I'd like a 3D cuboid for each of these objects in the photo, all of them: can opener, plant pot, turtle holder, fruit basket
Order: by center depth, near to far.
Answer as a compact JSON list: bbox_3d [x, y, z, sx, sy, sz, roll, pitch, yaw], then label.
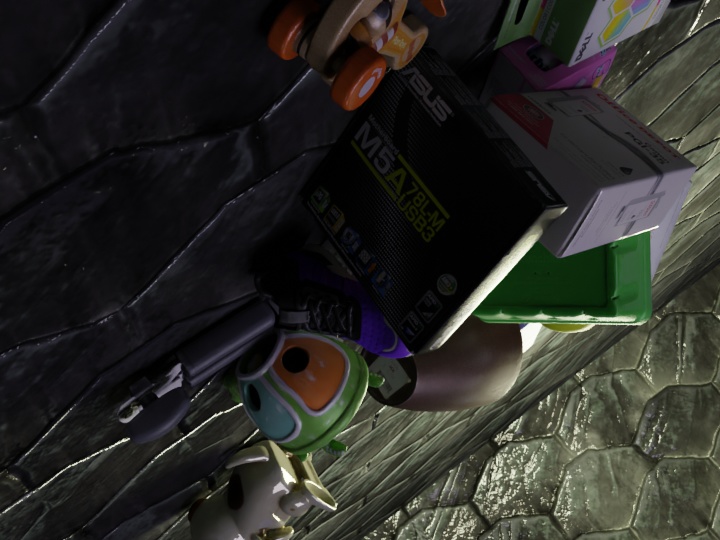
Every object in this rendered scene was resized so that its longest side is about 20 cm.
[{"bbox_3d":[-0.167,0.112,1.149,0.199,0.067,0.053,-33,161,-20],"label":"can opener"},{"bbox_3d":[0.224,0.001,1.205,0.213,0.157,0.216,-3,-174,0],"label":"fruit basket"},{"bbox_3d":[-0.076,0.125,1.244,0.141,0.131,0.185,-52,-156,-2],"label":"turtle holder"},{"bbox_3d":[0.092,0.116,1.461,0.199,0.187,0.187,-14,149,-53],"label":"plant pot"}]

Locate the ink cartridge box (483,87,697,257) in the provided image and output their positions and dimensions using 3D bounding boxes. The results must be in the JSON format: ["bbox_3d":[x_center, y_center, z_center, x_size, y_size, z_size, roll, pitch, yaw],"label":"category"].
[{"bbox_3d":[0.211,-0.102,1.048,0.199,0.147,0.083,-15,142,-47],"label":"ink cartridge box"}]

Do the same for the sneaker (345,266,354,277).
[{"bbox_3d":[0.044,-0.004,1.195,0.200,0.074,0.101,21,91,-64],"label":"sneaker"}]

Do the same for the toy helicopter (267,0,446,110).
[{"bbox_3d":[0.019,-0.194,0.830,0.133,0.079,0.200,-54,169,13],"label":"toy helicopter"}]

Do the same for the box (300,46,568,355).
[{"bbox_3d":[0.057,-0.062,0.969,0.047,0.201,0.194,-10,147,-49],"label":"box"}]

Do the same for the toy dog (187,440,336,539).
[{"bbox_3d":[-0.164,0.356,1.617,0.200,0.140,0.194,-43,148,11],"label":"toy dog"}]

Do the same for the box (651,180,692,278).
[{"bbox_3d":[0.285,-0.073,1.349,0.198,0.106,0.154,6,113,-31],"label":"box"}]

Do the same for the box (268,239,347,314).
[{"bbox_3d":[0.000,0.000,1.256,0.156,0.041,0.200,-45,160,14],"label":"box"}]

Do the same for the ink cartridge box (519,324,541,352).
[{"bbox_3d":[0.200,0.044,1.588,0.076,0.137,0.200,-38,162,-19],"label":"ink cartridge box"}]

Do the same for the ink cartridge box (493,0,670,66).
[{"bbox_3d":[0.227,-0.265,1.038,0.199,0.059,0.104,-28,154,-31],"label":"ink cartridge box"}]

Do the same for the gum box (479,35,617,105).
[{"bbox_3d":[0.185,-0.176,1.160,0.113,0.066,0.201,-30,159,-25],"label":"gum box"}]

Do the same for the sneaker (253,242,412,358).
[{"bbox_3d":[-0.032,0.040,1.065,0.099,0.199,0.070,-13,120,-40],"label":"sneaker"}]
